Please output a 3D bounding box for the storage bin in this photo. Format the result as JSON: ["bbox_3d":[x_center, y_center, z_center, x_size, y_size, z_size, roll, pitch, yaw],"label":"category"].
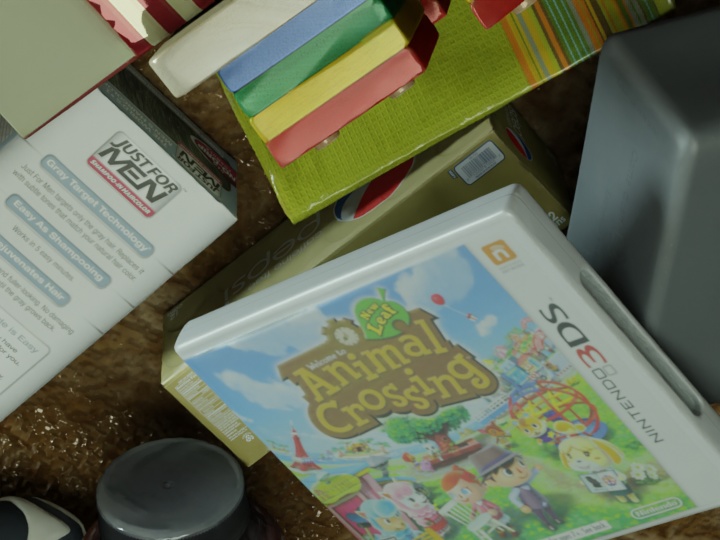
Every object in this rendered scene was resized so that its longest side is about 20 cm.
[{"bbox_3d":[0.165,-0.036,1.038,0.134,0.146,0.200,-10,133,-20],"label":"storage bin"}]

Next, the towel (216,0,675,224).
[{"bbox_3d":[0.035,-0.105,1.054,0.200,0.018,0.086,-29,76,12],"label":"towel"}]

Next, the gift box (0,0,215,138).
[{"bbox_3d":[-0.123,-0.189,0.930,0.185,0.200,0.187,-37,113,10],"label":"gift box"}]

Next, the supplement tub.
[{"bbox_3d":[-0.083,0.179,1.162,0.107,0.107,0.200,-5,128,0],"label":"supplement tub"}]

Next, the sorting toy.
[{"bbox_3d":[0.029,-0.131,0.957,0.199,0.200,0.070,-34,100,14],"label":"sorting toy"}]

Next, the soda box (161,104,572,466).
[{"bbox_3d":[0.000,0.000,1.107,0.200,0.068,0.064,-37,115,15],"label":"soda box"}]

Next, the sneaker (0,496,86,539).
[{"bbox_3d":[-0.207,0.207,1.141,0.130,0.079,0.199,9,95,-44],"label":"sneaker"}]

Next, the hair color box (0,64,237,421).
[{"bbox_3d":[-0.161,-0.007,1.099,0.200,0.061,0.099,-39,114,17],"label":"hair color box"}]

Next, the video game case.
[{"bbox_3d":[0.045,0.061,1.045,0.200,0.022,0.182,-23,120,38],"label":"video game case"}]
